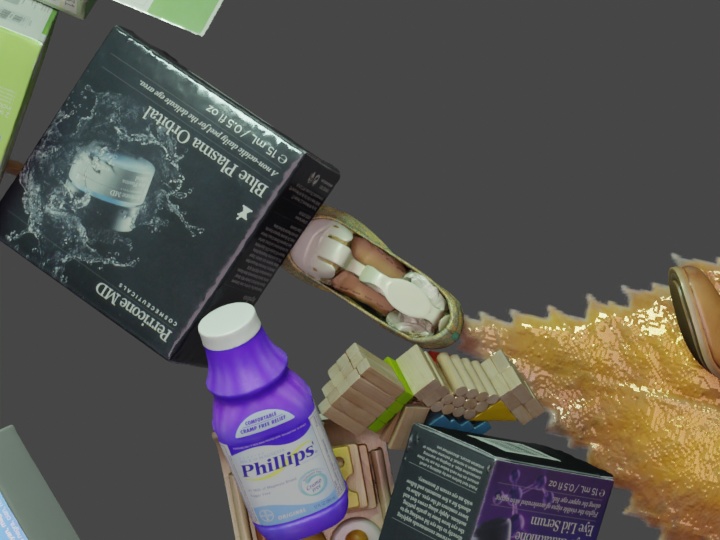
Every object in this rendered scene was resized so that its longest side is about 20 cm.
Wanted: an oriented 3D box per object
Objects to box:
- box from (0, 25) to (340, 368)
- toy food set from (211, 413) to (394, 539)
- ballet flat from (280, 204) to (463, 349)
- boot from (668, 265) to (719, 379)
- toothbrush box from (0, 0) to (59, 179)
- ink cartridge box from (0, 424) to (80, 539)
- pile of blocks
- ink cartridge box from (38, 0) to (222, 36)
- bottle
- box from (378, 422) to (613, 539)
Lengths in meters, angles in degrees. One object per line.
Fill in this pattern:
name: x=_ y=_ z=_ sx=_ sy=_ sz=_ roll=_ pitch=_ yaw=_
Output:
box: x=-0.158 y=-0.057 z=1.479 sx=0.197 sy=0.117 sz=0.200 roll=34 pitch=93 yaw=14
toy food set: x=-0.037 y=0.221 z=1.532 sx=0.143 sy=0.060 sz=0.200 roll=-10 pitch=92 yaw=2
ballet flat: x=0.000 y=0.000 z=1.520 sx=0.200 sy=0.071 sz=0.071 roll=33 pitch=93 yaw=0
boot: x=0.356 y=0.052 z=1.511 sx=0.155 sy=0.074 sz=0.200 roll=-30 pitch=103 yaw=4
toothbrush box: x=-0.315 y=-0.122 z=1.457 sx=0.086 sy=0.146 sz=0.200 roll=21 pitch=107 yaw=-10
ink cartridge box: x=-0.350 y=0.243 z=1.498 sx=0.200 sy=0.147 sz=0.145 roll=-30 pitch=91 yaw=2
pile of blocks: x=0.052 y=0.100 z=1.515 sx=0.200 sy=0.062 sz=0.082 roll=8 pitch=123 yaw=-27
ink cartridge box: x=-0.195 y=-0.267 z=1.490 sx=0.200 sy=0.048 sz=0.146 roll=24 pitch=58 yaw=0
bottle: x=-0.073 y=0.120 z=1.443 sx=0.084 sy=0.065 sz=0.200 roll=-19 pitch=117 yaw=-1
box: x=0.097 y=0.238 z=1.475 sx=0.148 sy=0.104 sz=0.200 roll=13 pitch=94 yaw=-41
